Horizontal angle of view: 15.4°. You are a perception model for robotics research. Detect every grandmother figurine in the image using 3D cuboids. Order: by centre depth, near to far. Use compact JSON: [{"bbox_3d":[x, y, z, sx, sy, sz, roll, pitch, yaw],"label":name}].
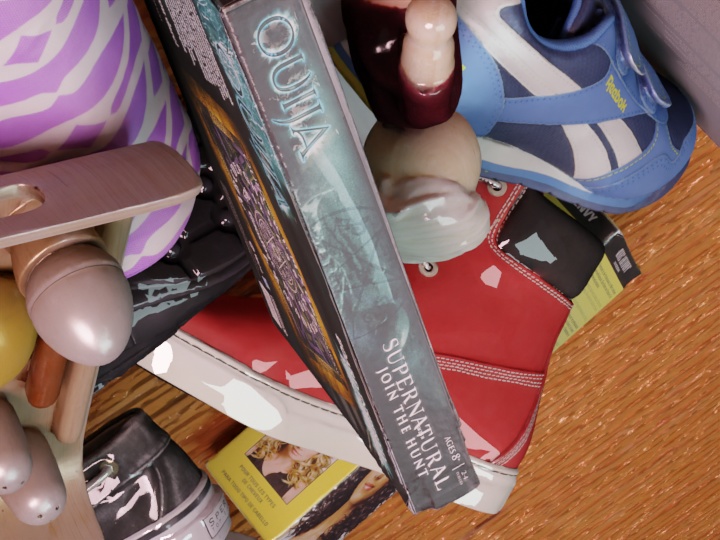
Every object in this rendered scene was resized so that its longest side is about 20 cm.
[{"bbox_3d":[0.015,-0.093,0.867,0.060,0.121,0.201,-5,117,0],"label":"grandmother figurine"}]

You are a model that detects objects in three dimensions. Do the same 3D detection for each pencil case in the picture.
[{"bbox_3d":[-0.111,-0.070,0.832,0.085,0.084,0.200,0,150,12],"label":"pencil case"}]

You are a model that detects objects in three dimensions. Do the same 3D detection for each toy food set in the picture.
[{"bbox_3d":[-0.131,0.048,0.837,0.143,0.061,0.201,-15,145,-28],"label":"toy food set"}]

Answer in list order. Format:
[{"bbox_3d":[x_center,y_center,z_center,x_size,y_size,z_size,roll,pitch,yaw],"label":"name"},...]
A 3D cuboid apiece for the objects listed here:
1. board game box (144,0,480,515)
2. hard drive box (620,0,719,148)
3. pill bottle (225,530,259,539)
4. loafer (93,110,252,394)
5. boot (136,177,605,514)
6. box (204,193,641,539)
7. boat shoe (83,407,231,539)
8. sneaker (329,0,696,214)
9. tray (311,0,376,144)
[{"bbox_3d":[-0.024,-0.032,0.853,0.028,0.135,0.201,-27,126,-9],"label":"board game box"},{"bbox_3d":[0.177,-0.139,1.011,0.156,0.077,0.200,-43,168,-2],"label":"hard drive box"},{"bbox_3d":[-0.090,0.214,1.190,0.112,0.112,0.201,-5,133,-46],"label":"pill bottle"},{"bbox_3d":[-0.102,0.007,0.961,0.200,0.068,0.070,-35,171,-19],"label":"loafer"},{"bbox_3d":[0.000,0.000,1.051,0.199,0.072,0.145,20,95,-31],"label":"boot"},{"bbox_3d":[0.029,0.041,1.153,0.200,0.050,0.075,-43,161,1],"label":"box"},{"bbox_3d":[-0.146,0.111,1.036,0.199,0.071,0.072,-28,-167,14],"label":"boat shoe"},{"bbox_3d":[0.076,-0.076,0.998,0.199,0.074,0.082,7,123,-54],"label":"sneaker"},{"bbox_3d":[0.019,-0.100,0.994,0.107,0.022,0.200,-42,150,0],"label":"tray"}]
